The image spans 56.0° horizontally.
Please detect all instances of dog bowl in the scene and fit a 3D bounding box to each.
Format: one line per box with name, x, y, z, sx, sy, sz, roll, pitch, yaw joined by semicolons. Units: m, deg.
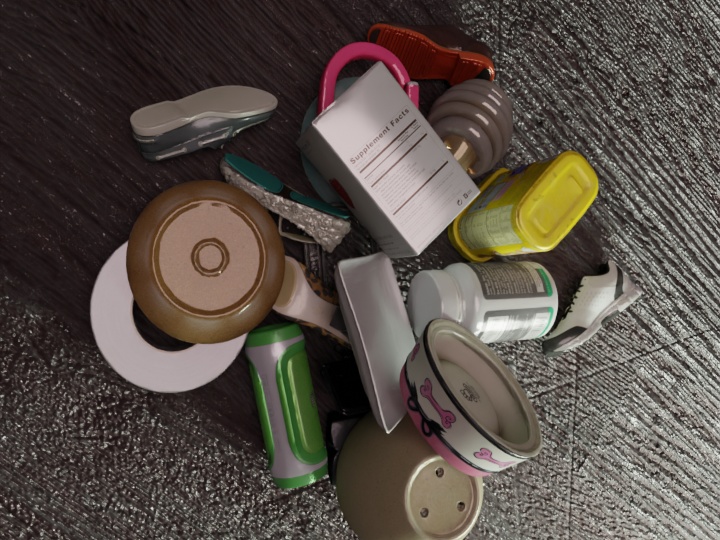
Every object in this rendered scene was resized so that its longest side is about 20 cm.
dog bowl;0.129;0.160;0.832;0.199;0.201;0.074;40;114;-14

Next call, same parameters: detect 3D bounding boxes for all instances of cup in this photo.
cup;0.078;0.274;0.863;0.195;0.143;0.206;2;83;-15

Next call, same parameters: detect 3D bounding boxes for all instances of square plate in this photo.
square plate;0.025;0.080;0.855;0.028;0.199;0.203;-16;90;20

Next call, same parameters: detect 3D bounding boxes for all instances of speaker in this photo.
speaker;-0.098;0.176;0.900;0.086;0.088;0.206;-12;93;-18

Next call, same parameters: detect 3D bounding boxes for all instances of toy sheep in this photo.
toy sheep;0.151;-0.199;0.955;0.137;0.137;0.203;36;58;-14

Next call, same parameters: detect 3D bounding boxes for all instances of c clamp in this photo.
c clamp;0.000;0.000;0.967;0.166;0.027;0.206;-12;97;-11

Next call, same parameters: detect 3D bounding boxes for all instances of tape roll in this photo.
tape roll;-0.240;0.049;0.867;0.195;0.066;0.206;1;88;-19

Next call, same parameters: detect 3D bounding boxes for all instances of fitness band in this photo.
fitness band;0.010;-0.209;0.928;0.140;0.037;0.206;4;87;-18

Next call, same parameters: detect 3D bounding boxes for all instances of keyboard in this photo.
keyboard;0.031;0.147;0.952;0.196;0.040;0.106;-4;54;-34

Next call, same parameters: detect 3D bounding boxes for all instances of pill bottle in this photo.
pill bottle;0.173;0.046;0.966;0.195;0.112;0.117;-1;89;-26

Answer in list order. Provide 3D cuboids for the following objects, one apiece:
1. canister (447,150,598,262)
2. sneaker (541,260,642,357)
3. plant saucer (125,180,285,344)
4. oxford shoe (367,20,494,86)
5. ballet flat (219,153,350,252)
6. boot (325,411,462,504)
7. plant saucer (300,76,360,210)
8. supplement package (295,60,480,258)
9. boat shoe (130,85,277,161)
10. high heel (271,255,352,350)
canister;0.222;-0.086;0.951;0.087;0.199;0.149;46;77;-11
sneaker;0.350;0.061;1.068;0.198;0.074;0.081;-35;85;-20
plant saucer;-0.185;-0.013;0.830;0.195;0.035;0.206;2;84;-18
oxford shoe;0.103;-0.327;0.998;0.195;0.071;0.074;15;56;-14
ballet flat;-0.108;-0.083;0.905;0.196;0.072;0.073;27;81;-1
boot;0.049;0.278;0.956;0.195;0.065;0.170;-2;82;-21
plant saucer;0.012;-0.179;0.968;0.196;0.039;0.207;0;90;-18
supplement package;0.030;-0.131;0.854;0.120;0.121;0.201;-42;99;-11
boat shoe;-0.203;-0.194;0.897;0.196;0.073;0.063;-19;138;-24
high heel;-0.061;0.048;0.926;0.198;0.142;0.072;31;86;28
